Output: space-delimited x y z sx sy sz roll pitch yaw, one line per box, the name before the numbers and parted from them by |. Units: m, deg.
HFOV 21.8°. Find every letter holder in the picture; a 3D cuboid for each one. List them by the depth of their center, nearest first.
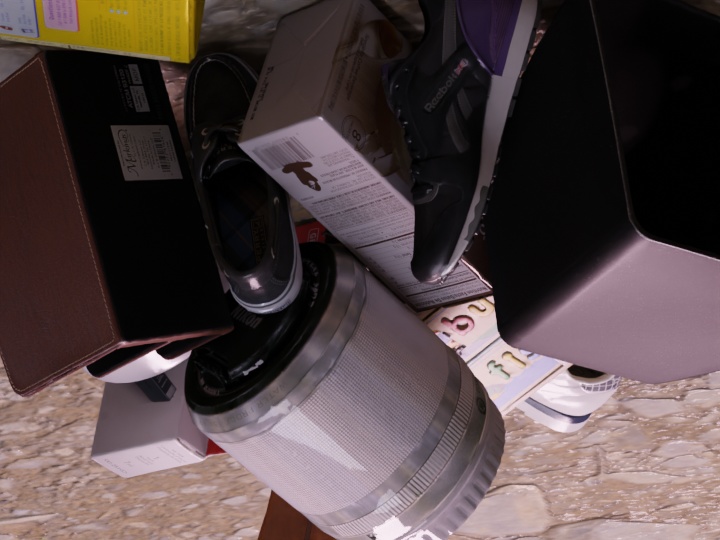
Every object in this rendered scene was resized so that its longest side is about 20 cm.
letter holder | -0.190 -0.029 1.271 0.100 0.202 0.142 -6 165 -46

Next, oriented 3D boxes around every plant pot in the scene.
plant pot | 0.182 -0.039 1.191 0.198 0.202 0.177 15 143 -28

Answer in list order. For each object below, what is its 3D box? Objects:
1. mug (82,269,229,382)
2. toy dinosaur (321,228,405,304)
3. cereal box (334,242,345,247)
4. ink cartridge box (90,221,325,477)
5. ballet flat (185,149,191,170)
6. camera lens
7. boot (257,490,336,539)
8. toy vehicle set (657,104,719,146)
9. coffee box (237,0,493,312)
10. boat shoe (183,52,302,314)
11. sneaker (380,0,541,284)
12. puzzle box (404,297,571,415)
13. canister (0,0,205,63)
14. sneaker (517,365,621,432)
mug | -0.220 -0.020 1.413 0.198 0.149 0.176 -16 134 16
toy dinosaur | 0.000 0.000 1.416 0.087 0.048 0.201 -25 118 7
cereal box | -0.055 0.034 1.566 0.198 0.040 0.143 -15 154 33
ink cartridge box | -0.119 0.052 1.469 0.175 0.202 0.045 -14 144 33
ballet flat | -0.113 -0.049 1.329 0.063 0.202 0.067 27 179 8
camera lens | -0.013 0.091 1.318 0.159 0.161 0.200 -22 127 41
boot | -0.001 0.209 1.712 0.186 0.202 0.069 8 151 0
toy vehicle set | 0.159 -0.082 1.342 0.123 0.027 0.200 24 147 -26
coffee box | 0.020 -0.077 1.268 0.079 0.115 0.200 -15 136 39
boat shoe | -0.081 -0.069 1.255 0.068 0.202 0.057 -19 154 7
sneaker | 0.047 -0.094 1.197 0.087 0.202 0.076 16 176 -7
puzzle box | 0.076 0.067 1.437 0.132 0.026 0.200 32 123 -30
canister | -0.197 -0.200 1.165 0.197 0.087 0.149 7 151 -2
sneaker | 0.115 0.058 1.497 0.198 0.077 0.081 20 143 -13
